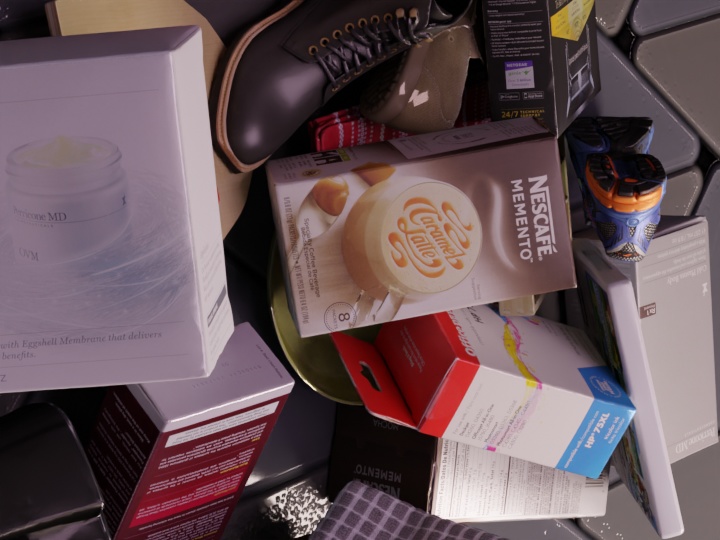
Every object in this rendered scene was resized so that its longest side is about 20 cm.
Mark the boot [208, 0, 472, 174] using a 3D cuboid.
[{"bbox_3d":[-0.010,-0.153,1.509,0.078,0.138,0.200,52,54,-35],"label":"boot"}]

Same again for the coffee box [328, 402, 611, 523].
[{"bbox_3d":[0.087,0.147,1.678,0.200,0.113,0.080,3,94,-42],"label":"coffee box"}]

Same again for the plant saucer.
[{"bbox_3d":[0.000,0.000,1.632,0.200,0.031,0.201,-7,101,-41],"label":"plant saucer"}]

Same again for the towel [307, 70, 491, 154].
[{"bbox_3d":[0.044,-0.063,1.628,0.200,0.022,0.145,-20,110,-39],"label":"towel"}]

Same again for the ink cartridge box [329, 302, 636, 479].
[{"bbox_3d":[0.088,0.074,1.587,0.200,0.116,0.067,17,113,-27],"label":"ink cartridge box"}]

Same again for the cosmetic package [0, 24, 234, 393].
[{"bbox_3d":[-0.191,-0.037,1.321,0.123,0.199,0.201,-72,156,-77],"label":"cosmetic package"}]

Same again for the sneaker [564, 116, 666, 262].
[{"bbox_3d":[0.199,-0.070,1.728,0.200,0.075,0.079,-82,174,-65],"label":"sneaker"}]

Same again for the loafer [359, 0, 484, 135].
[{"bbox_3d":[0.056,-0.173,1.604,0.067,0.076,0.200,38,55,-23],"label":"loafer"}]

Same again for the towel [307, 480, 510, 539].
[{"bbox_3d":[0.015,0.248,1.499,0.200,0.165,0.086,-53,136,-29],"label":"towel"}]

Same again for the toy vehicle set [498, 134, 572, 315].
[{"bbox_3d":[0.132,-0.053,1.677,0.200,0.026,0.125,-50,135,-69],"label":"toy vehicle set"}]

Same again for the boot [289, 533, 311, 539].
[{"bbox_3d":[-0.078,0.285,1.578,0.200,0.074,0.155,-7,105,-39],"label":"boot"}]

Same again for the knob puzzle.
[{"bbox_3d":[-0.137,-0.100,1.476,0.219,0.030,0.220,22,63,-52],"label":"knob puzzle"}]

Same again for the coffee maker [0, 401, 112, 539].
[{"bbox_3d":[-0.268,0.152,1.338,0.200,0.135,0.193,-21,110,-39],"label":"coffee maker"}]

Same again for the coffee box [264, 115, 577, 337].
[{"bbox_3d":[0.041,-0.033,1.527,0.199,0.080,0.115,-11,105,-5],"label":"coffee box"}]

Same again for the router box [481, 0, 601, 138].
[{"bbox_3d":[0.138,-0.194,1.651,0.200,0.052,0.158,-43,130,-69],"label":"router box"}]

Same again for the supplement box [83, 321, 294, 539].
[{"bbox_3d":[-0.130,0.132,1.440,0.109,0.061,0.200,-15,143,-40],"label":"supplement box"}]

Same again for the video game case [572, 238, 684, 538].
[{"bbox_3d":[0.204,0.086,1.680,0.022,0.182,0.201,-13,101,-1],"label":"video game case"}]

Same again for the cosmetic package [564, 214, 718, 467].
[{"bbox_3d":[0.235,0.060,1.821,0.107,0.090,0.201,-20,107,-43],"label":"cosmetic package"}]

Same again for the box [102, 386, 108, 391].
[{"bbox_3d":[-0.143,0.052,1.495,0.200,0.049,0.082,44,67,-38],"label":"box"}]
